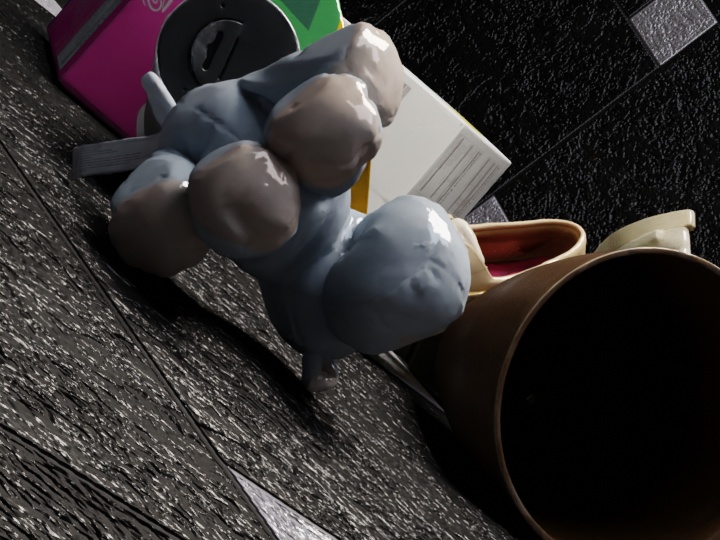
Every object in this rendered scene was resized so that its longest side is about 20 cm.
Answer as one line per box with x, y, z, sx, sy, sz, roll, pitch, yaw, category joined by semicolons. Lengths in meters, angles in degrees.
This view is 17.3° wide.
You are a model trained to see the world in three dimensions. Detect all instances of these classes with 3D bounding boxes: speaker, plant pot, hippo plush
-0.084;-0.102;1.371;0.081;0.081;0.200;41;-11;0;speaker
0.126;0.072;1.437;0.187;0.187;0.200;40;-9;-20;plant pot
-0.038;-0.010;1.175;0.200;0.159;0.161;-11;-59;41;hippo plush

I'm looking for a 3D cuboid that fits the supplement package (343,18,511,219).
0.013;-0.102;2.068;0.152;0.151;0.200;42;5;16;supplement package

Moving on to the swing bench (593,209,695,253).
0.253;0.090;1.879;0.200;0.129;0.199;34;50;-45;swing bench

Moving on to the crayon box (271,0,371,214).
-0.031;-0.101;1.536;0.127;0.051;0.201;96;-16;-64;crayon box

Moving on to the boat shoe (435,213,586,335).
0.060;-0.004;1.543;0.199;0.069;0.074;-6;41;-30;boat shoe

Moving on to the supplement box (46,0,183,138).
-0.142;-0.151;1.601;0.101;0.103;0.200;41;7;-18;supplement box

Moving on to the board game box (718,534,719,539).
0.271;0.169;1.406;0.120;0.200;0.032;40;8;-8;board game box

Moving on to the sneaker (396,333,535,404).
0.107;0.058;1.643;0.200;0.076;0.115;34;19;9;sneaker
